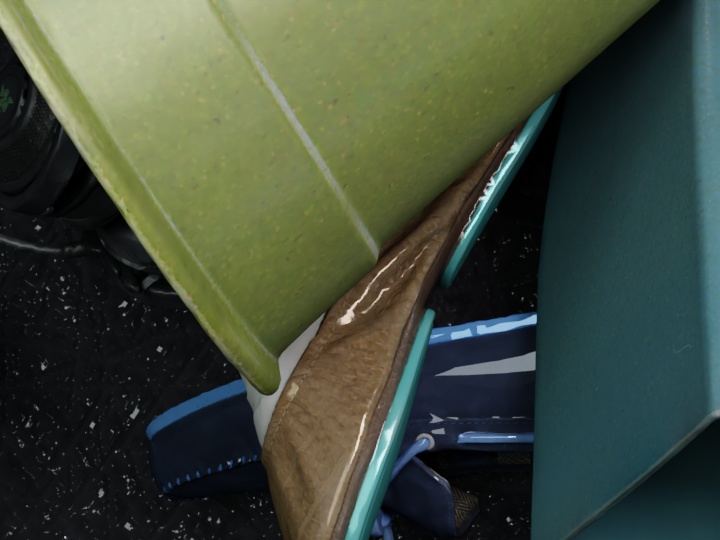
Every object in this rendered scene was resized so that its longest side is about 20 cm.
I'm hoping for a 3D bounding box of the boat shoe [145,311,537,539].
[{"bbox_3d":[0.023,0.057,0.813,0.199,0.084,0.069,-14,80,18],"label":"boat shoe"}]

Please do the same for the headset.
[{"bbox_3d":[-0.078,-0.023,0.830,0.199,0.123,0.094,-29,49,20],"label":"headset"}]

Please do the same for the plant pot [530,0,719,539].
[{"bbox_3d":[0.135,-0.020,0.738,0.141,0.141,0.201,6,66,-16],"label":"plant pot"}]

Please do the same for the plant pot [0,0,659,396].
[{"bbox_3d":[0.001,-0.100,0.667,0.189,0.200,0.201,-32,73,2],"label":"plant pot"}]

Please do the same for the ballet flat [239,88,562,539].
[{"bbox_3d":[0.000,0.000,0.762,0.072,0.068,0.201,23,74,4],"label":"ballet flat"}]
